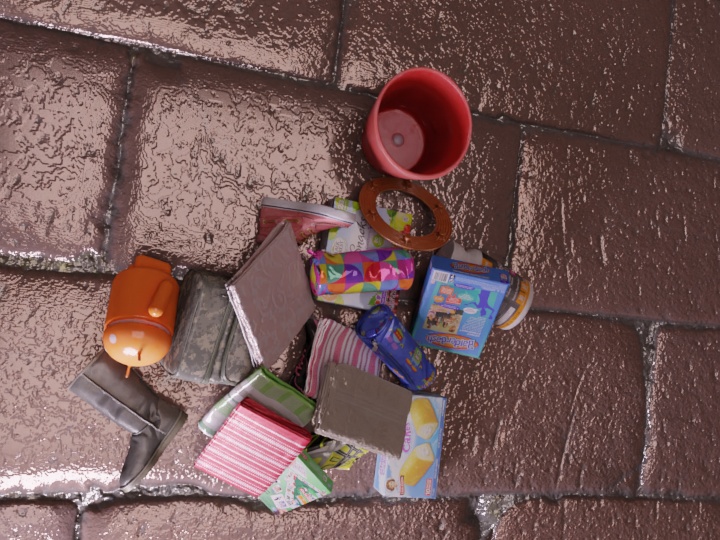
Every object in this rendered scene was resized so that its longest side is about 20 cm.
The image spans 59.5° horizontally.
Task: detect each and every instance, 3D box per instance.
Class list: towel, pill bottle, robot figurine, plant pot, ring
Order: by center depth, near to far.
[{"bbox_3d":[-0.374,0.075,1.079,0.142,0.117,0.202,-8,59,11],"label":"robot figurine"},{"bbox_3d":[-0.190,0.314,1.105,0.144,0.023,0.201,31,120,-13],"label":"towel"},{"bbox_3d":[-0.153,0.046,1.111,0.192,0.032,0.202,-53,142,-43],"label":"towel"},{"bbox_3d":[-0.184,0.267,1.134,0.149,0.031,0.200,37,120,-20],"label":"towel"},{"bbox_3d":[0.006,0.254,1.143,0.198,0.034,0.134,28,63,-26],"label":"towel"},{"bbox_3d":[-0.023,0.183,1.195,0.199,0.030,0.148,27,69,-46],"label":"towel"},{"bbox_3d":[0.093,-0.265,1.214,0.197,0.177,0.204,0,89,-16],"label":"plant pot"},{"bbox_3d":[0.091,-0.117,1.229,0.198,0.019,0.202,14,46,-14],"label":"ring"},{"bbox_3d":[0.244,0.028,1.289,0.198,0.116,0.118,29,82,-15],"label":"pill bottle"}]

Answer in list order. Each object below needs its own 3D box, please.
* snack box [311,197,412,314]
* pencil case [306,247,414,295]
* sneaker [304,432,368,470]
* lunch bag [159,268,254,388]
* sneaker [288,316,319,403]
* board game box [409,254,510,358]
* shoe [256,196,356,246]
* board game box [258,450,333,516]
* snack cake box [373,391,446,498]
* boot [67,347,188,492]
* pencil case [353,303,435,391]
[{"bbox_3d":[0.002,-0.027,1.242,0.166,0.068,0.203,12,85,-16],"label":"snack box"},{"bbox_3d":[0.000,0.000,1.166,0.197,0.088,0.090,-2,90,-18],"label":"pencil case"},{"bbox_3d":[-0.019,0.338,1.223,0.197,0.076,0.077,-18,105,8],"label":"sneaker"},{"bbox_3d":[-0.249,0.106,1.138,0.166,0.139,0.203,19,85,-33],"label":"lunch bag"},{"bbox_3d":[-0.096,0.192,1.215,0.094,0.079,0.203,-10,91,-5],"label":"sneaker"},{"bbox_3d":[0.188,0.074,1.231,0.150,0.045,0.202,12,128,-2],"label":"board game box"},{"bbox_3d":[-0.103,-0.079,1.174,0.197,0.071,0.092,11,91,23],"label":"shoe"},{"bbox_3d":[-0.160,0.359,1.156,0.134,0.029,0.201,-29,113,20],"label":"board game box"},{"bbox_3d":[0.099,0.346,1.269,0.113,0.067,0.203,8,87,-17],"label":"snack cake box"},{"bbox_3d":[-0.430,0.261,1.110,0.200,0.072,0.183,42,65,-19],"label":"boot"},{"bbox_3d":[0.070,0.155,1.223,0.201,0.077,0.088,51,37,-31],"label":"pencil case"}]
